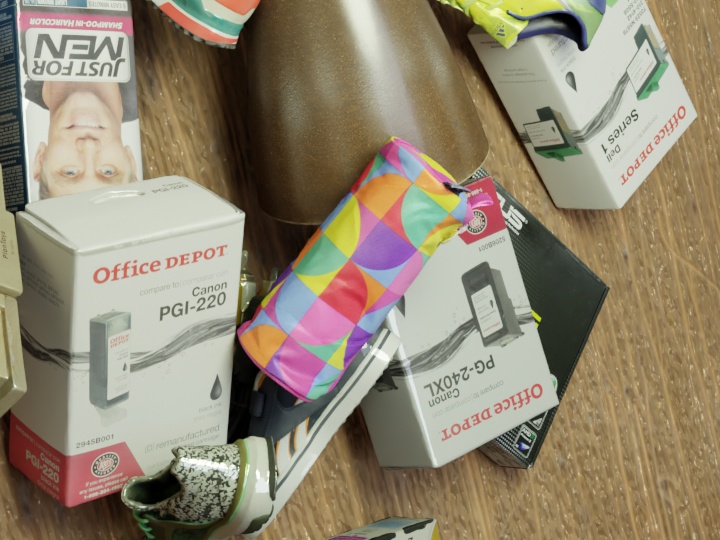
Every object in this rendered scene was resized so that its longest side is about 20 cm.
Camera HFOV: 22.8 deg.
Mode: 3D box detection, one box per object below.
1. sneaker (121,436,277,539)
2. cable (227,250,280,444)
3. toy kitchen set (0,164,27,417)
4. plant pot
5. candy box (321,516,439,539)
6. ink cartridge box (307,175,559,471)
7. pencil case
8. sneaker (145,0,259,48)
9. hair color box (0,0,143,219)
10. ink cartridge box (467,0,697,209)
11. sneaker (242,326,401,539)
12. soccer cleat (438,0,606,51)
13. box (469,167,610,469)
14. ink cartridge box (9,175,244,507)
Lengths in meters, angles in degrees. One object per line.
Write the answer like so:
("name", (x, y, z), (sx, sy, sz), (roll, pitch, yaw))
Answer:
("sneaker", (-0.133, 0.164, 1.269), (0.088, 0.200, 0.077), (17, 52, -22))
("cable", (-0.096, 0.088, 1.404), (0.097, 0.050, 0.202), (18, 87, -54))
("toy kitchen set", (-0.340, 0.023, 1.168), (0.163, 0.180, 0.201), (24, 37, -38))
("plant pot", (-0.014, -0.165, 1.356), (0.186, 0.186, 0.201), (-33, 119, -35))
("candy box", (-0.018, 0.287, 1.426), (0.199, 0.061, 0.138), (-13, 95, -39))
("ink cartridge box", (0.061, 0.043, 1.438), (0.145, 0.083, 0.202), (-23, 98, -34))
("pencil case", (0.000, 0.000, 1.274), (0.088, 0.088, 0.200), (37, 97, -31))
("sneaker", (-0.147, -0.252, 1.296), (0.199, 0.094, 0.070), (39, 16, 6))
("hair color box", (-0.215, -0.107, 1.295), (0.099, 0.060, 0.202), (-4, 90, -39))
("ink cartridge box", (0.204, -0.174, 1.609), (0.146, 0.084, 0.201), (-47, 121, -28))
("sneaker", (-0.054, 0.110, 1.370), (0.079, 0.078, 0.201), (34, 103, -1))
("soccer cleat", (0.105, -0.229, 1.471), (0.198, 0.065, 0.084), (10, 84, -5))
("box", (0.112, 0.040, 1.557), (0.200, 0.047, 0.194), (41, 67, -29))
("ink cartridge box", (-0.165, 0.047, 1.262), (0.145, 0.085, 0.202), (-15, 120, -39))
